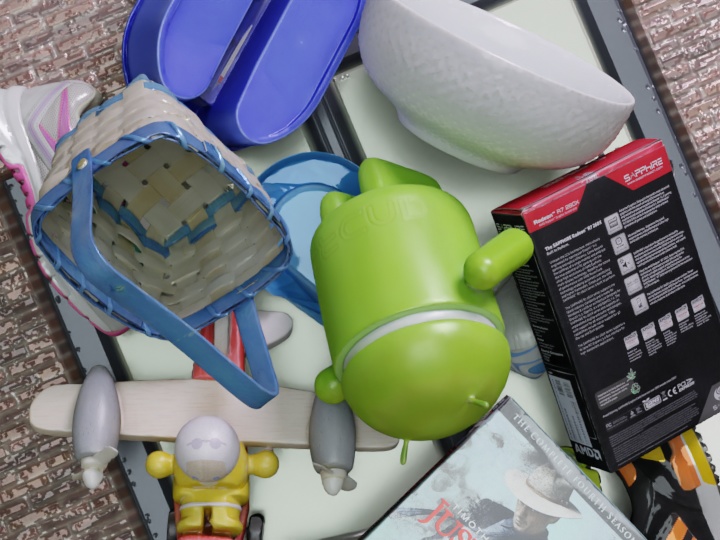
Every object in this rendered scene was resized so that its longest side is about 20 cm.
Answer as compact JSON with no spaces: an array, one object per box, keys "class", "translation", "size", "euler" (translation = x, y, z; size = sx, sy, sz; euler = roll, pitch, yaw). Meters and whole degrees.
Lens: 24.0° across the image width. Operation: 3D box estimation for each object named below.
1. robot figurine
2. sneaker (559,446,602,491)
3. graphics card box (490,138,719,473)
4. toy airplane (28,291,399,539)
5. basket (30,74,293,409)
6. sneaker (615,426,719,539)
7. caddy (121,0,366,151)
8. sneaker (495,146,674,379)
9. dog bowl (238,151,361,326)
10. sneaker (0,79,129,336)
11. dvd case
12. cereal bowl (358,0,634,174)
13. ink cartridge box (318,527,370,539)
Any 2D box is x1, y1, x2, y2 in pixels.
[{"class":"robot figurine","translation":[0.032,0.025,1.130],"size":[0.175,0.115,0.201],"euler":[-39,50,32]},{"class":"sneaker","translation":[0.122,0.226,1.209],"size":[0.081,0.074,0.201],"euler":[4,80,-33]},{"class":"graphics card box","translation":[0.181,0.024,1.180],"size":[0.125,0.051,0.201],"euler":[-27,104,-21]},{"class":"toy airplane","translation":[-0.101,0.109,1.186],"size":[0.200,0.141,0.199],"euler":[-41,89,-3]},{"class":"basket","translation":[-0.125,-0.016,1.114],"size":[0.139,0.200,0.176],"euler":[-37,125,12]},{"class":"sneaker","translation":[0.230,0.209,1.229],"size":[0.090,0.070,0.201],"euler":[-18,84,4]},{"class":"caddy","translation":[-0.084,-0.180,1.219],"size":[0.141,0.105,0.201],"euler":[30,85,-23]},{"class":"sneaker","translation":[0.161,-0.009,1.242],"size":[0.072,0.073,0.200],"euler":[31,74,28]},{"class":"dog bowl","translation":[0.000,0.000,1.238],"size":[0.200,0.050,0.112],"euler":[40,88,0]},{"class":"sneaker","translation":[-0.197,-0.052,1.221],"size":[0.088,0.081,0.201],"euler":[-22,89,0]},{"class":"dvd case","translation":[0.080,0.206,1.160],"size":[0.200,0.022,0.146],"euler":[-43,87,-2]},{"class":"cereal bowl","translation":[0.085,-0.125,1.181],"size":[0.199,0.200,0.084],"euler":[25,107,0]},{"class":"ink cartridge box","translation":[0.028,0.286,1.210],"size":[0.145,0.084,0.201],"euler":[-14,89,-1]}]
